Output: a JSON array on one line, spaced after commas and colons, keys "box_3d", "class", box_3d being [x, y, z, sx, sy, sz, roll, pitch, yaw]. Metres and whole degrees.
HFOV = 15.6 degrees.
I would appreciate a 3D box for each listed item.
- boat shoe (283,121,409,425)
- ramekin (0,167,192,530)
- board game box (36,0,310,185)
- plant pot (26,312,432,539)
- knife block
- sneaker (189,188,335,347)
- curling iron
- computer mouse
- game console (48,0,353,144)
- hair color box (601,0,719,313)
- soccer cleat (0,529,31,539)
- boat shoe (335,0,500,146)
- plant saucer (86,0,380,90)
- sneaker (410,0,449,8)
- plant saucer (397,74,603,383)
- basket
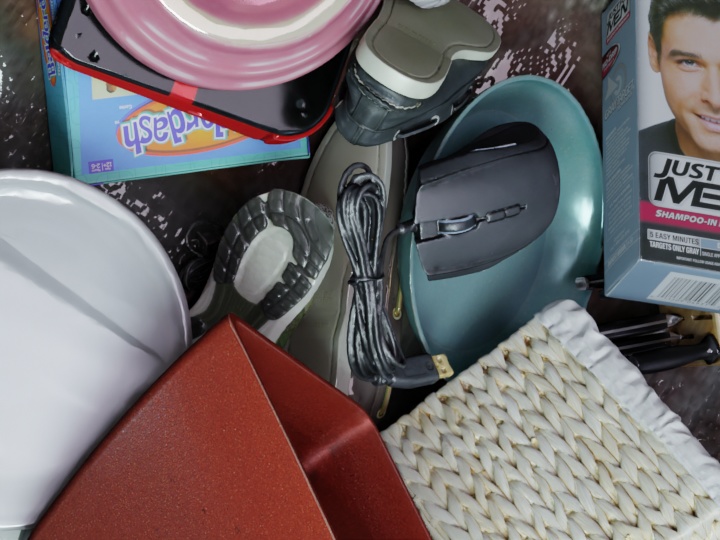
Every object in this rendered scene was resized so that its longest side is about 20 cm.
[{"box_3d": [0.000, 0.000, 1.604, 0.059, 0.072, 0.201, 11, 86, -43], "class": "boat shoe"}, {"box_3d": [-0.196, 0.046, 1.494, 0.201, 0.094, 0.204, 0, 86, -6], "class": "ramekin"}, {"box_3d": [-0.114, -0.157, 1.549, 0.151, 0.045, 0.201, -8, 99, -21], "class": "board game box"}, {"box_3d": [-0.065, 0.176, 1.425, 0.176, 0.200, 0.200, -33, 152, 9], "class": "plant pot"}, {"box_3d": [0.236, 0.035, 1.685, 0.200, 0.064, 0.176, 40, 71, -22], "class": "knife block"}, {"box_3d": [-0.069, 0.035, 1.574, 0.077, 0.089, 0.200, 41, 109, 10], "class": "sneaker"}, {"box_3d": [-0.144, 0.042, 1.570, 0.200, 0.026, 0.050, -44, 145, -8], "class": "curling iron"}, {"box_3d": [0.064, -0.006, 1.533, 0.199, 0.046, 0.141, -17, 111, -47], "class": "computer mouse"}, {"box_3d": [-0.073, -0.188, 1.526, 0.176, 0.031, 0.201, 20, 88, -20], "class": "game console"}, {"box_3d": [0.205, -0.079, 1.624, 0.098, 0.061, 0.201, 9, 64, -14], "class": "hair color box"}, {"box_3d": [-0.256, 0.220, 1.539, 0.073, 0.068, 0.201, 21, 90, -3], "class": "soccer cleat"}, {"box_3d": [0.030, -0.116, 1.556, 0.074, 0.199, 0.066, 30, 112, 0], "class": "boat shoe"}, {"box_3d": [-0.066, -0.202, 1.485, 0.199, 0.051, 0.202, -2, 96, -19], "class": "plant saucer"}, {"box_3d": [0.064, -0.237, 1.583, 0.099, 0.078, 0.200, 44, 51, -6], "class": "sneaker"}, {"box_3d": [0.081, -0.022, 1.614, 0.199, 0.036, 0.201, -17, 112, -47], "class": "plant saucer"}, {"box_3d": [0.126, 0.166, 1.576, 0.160, 0.200, 0.199, -30, 139, -11], "class": "basket"}]
